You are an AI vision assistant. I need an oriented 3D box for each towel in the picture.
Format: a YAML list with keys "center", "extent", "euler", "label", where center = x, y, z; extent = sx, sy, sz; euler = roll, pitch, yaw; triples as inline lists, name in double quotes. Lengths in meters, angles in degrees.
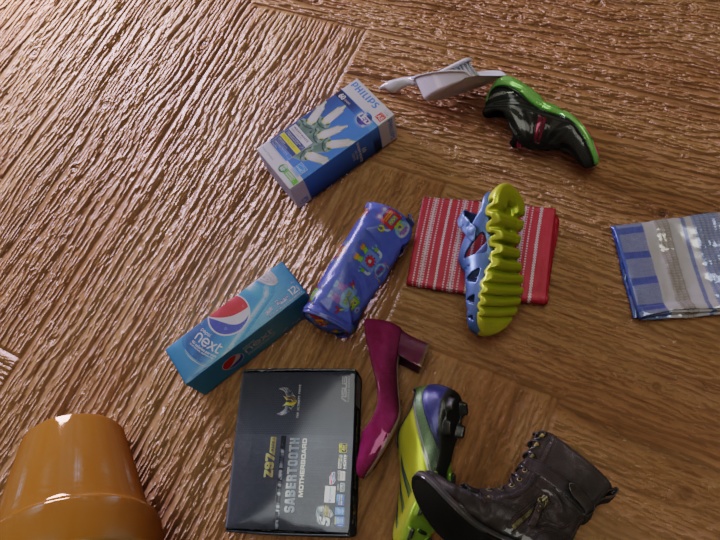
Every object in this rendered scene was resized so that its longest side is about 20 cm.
- center: [0.174, -0.031, 0.852]
  extent: [0.198, 0.023, 0.146]
  euler: [8, 70, 15]
  label: "towel"
- center: [0.449, -0.010, 0.793]
  extent: [0.198, 0.024, 0.148]
  euler: [-6, 65, 8]
  label: "towel"

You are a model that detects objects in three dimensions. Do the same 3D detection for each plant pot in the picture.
- center: [-0.345, 0.285, 0.721]
  extent: [0.199, 0.201, 0.184]
  euler: [-24, 48, -1]
  label: "plant pot"

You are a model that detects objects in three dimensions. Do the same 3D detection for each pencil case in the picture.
- center: [0.000, 0.000, 0.838]
  extent: [0.087, 0.078, 0.201]
  euler: [37, 72, -17]
  label: "pencil case"

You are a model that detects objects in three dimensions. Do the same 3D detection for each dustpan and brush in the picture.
- center: [0.115, -0.299, 0.948]
  extent: [0.199, 0.139, 0.058]
  euler: [-12, 98, 38]
  label: "dustpan and brush"

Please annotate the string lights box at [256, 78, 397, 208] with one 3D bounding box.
- center: [-0.051, -0.201, 0.946]
  extent: [0.199, 0.059, 0.103]
  euler: [-37, 64, -8]
  label: "string lights box"

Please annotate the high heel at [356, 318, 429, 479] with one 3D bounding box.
- center: [0.012, 0.158, 0.769]
  extent: [0.095, 0.068, 0.201]
  euler: [22, 57, 8]
  label: "high heel"

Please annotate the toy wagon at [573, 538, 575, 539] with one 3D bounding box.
- center: [0.240, 0.397, 0.639]
  extent: [0.199, 0.040, 0.155]
  euler: [35, 76, 21]
  label: "toy wagon"

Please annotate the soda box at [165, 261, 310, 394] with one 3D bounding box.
- center: [-0.163, 0.080, 0.835]
  extent: [0.199, 0.068, 0.064]
  euler: [-38, 66, -8]
  label: "soda box"

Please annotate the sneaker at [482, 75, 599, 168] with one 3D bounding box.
- center: [0.268, -0.208, 0.897]
  extent: [0.200, 0.077, 0.084]
  euler: [41, 103, 22]
  label: "sneaker"

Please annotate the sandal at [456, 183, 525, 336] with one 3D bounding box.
- center: [0.167, -0.012, 0.803]
  extent: [0.087, 0.079, 0.202]
  euler: [-6, 70, 50]
  label: "sandal"

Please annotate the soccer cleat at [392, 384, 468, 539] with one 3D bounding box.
- center: [0.073, 0.239, 0.737]
  extent: [0.083, 0.065, 0.202]
  euler: [2, 67, 43]
  label: "soccer cleat"

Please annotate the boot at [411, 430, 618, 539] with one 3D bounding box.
- center: [0.175, 0.248, 0.683]
  extent: [0.199, 0.070, 0.174]
  euler: [33, 49, 17]
  label: "boot"

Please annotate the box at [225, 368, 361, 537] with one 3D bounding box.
- center: [-0.081, 0.228, 0.764]
  extent: [0.156, 0.051, 0.202]
  euler: [-2, 66, 11]
  label: "box"
